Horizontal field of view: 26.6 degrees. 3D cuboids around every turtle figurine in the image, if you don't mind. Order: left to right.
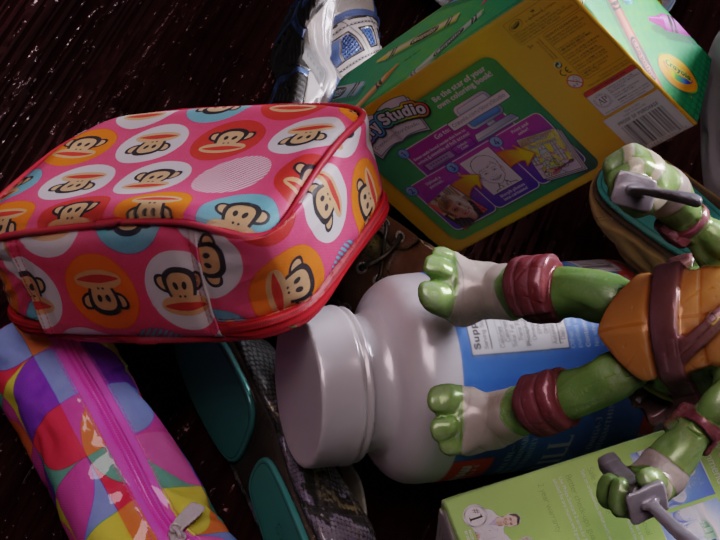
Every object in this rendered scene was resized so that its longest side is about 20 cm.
[{"bbox_3d":[0.103,0.028,0.666,0.192,0.145,0.200,-11,22,37],"label":"turtle figurine"}]

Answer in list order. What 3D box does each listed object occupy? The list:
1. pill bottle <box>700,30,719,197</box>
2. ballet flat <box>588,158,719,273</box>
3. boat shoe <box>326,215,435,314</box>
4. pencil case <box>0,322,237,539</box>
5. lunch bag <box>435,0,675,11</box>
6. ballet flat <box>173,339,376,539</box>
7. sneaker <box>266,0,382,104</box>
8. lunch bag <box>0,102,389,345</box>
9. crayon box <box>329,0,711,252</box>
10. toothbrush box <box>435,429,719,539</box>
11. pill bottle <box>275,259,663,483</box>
[{"bbox_3d":[0.294,-0.079,0.827,0.197,0.114,0.115,-1,59,-1],"label":"pill bottle"},{"bbox_3d":[0.195,0.007,0.786,0.068,0.063,0.200,-34,48,-7],"label":"ballet flat"},{"bbox_3d":[0.000,0.000,0.907,0.198,0.068,0.072,18,60,11],"label":"boat shoe"},{"bbox_3d":[-0.135,0.107,0.837,0.088,0.089,0.201,-29,62,-16],"label":"pencil case"},{"bbox_3d":[0.132,-0.239,1.014,0.200,0.127,0.170,41,66,-1],"label":"lunch bag"},{"bbox_3d":[-0.043,0.099,0.860,0.071,0.072,0.202,-22,62,-12],"label":"ballet flat"},{"bbox_3d":[-0.014,-0.133,0.996,0.076,0.076,0.202,22,55,-18],"label":"sneaker"},{"bbox_3d":[-0.090,-0.037,0.829,0.198,0.083,0.177,0,33,26],"label":"lunch bag"},{"bbox_3d":[0.083,-0.098,0.869,0.119,0.199,0.059,40,46,-22],"label":"crayon box"},{"bbox_3d":[0.142,0.150,0.772,0.198,0.146,0.087,-17,61,-10],"label":"toothbrush box"},{"bbox_3d":[0.059,0.056,0.823,0.198,0.113,0.113,-5,58,-20],"label":"pill bottle"}]
